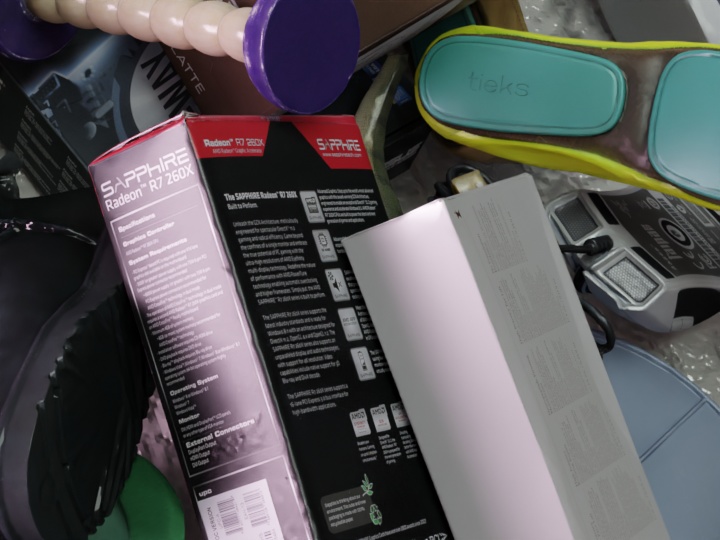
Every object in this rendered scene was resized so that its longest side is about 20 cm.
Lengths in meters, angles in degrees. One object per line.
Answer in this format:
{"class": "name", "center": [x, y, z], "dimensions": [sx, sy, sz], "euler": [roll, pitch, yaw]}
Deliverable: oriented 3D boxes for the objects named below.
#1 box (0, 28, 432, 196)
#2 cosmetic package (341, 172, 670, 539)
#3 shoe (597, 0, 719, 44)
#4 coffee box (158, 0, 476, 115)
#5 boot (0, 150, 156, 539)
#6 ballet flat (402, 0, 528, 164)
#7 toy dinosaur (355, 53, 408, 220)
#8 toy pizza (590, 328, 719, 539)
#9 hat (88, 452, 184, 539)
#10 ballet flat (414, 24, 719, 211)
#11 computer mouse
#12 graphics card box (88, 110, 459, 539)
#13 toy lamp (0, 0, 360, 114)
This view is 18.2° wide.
{"class": "box", "center": [-0.089, -0.096, 0.987], "dimensions": [0.160, 0.044, 0.200], "euler": [-30, 72, -33]}
{"class": "cosmetic package", "center": [0.063, 0.069, 0.834], "dimensions": [0.083, 0.051, 0.200], "euler": [-17, 86, -63]}
{"class": "shoe", "center": [0.155, -0.167, 1.103], "dimensions": [0.091, 0.071, 0.200], "euler": [-20, 62, -23]}
{"class": "coffee box", "center": [0.002, -0.151, 0.940], "dimensions": [0.200, 0.080, 0.114], "euler": [-34, 93, -35]}
{"class": "boot", "center": [-0.158, 0.026, 0.813], "dimensions": [0.162, 0.073, 0.198], "euler": [0, 35, 12]}
{"class": "ballet flat", "center": [0.044, -0.133, 1.059], "dimensions": [0.063, 0.069, 0.200], "euler": [17, 52, -44]}
{"class": "toy dinosaur", "center": [0.000, 0.000, 0.917], "dimensions": [0.088, 0.047, 0.200], "euler": [0, 64, -29]}
{"class": "toy pizza", "center": [0.082, 0.110, 0.924], "dimensions": [0.200, 0.032, 0.200], "euler": [9, 56, -13]}
{"class": "hat", "center": [-0.109, 0.175, 0.822], "dimensions": [0.200, 0.176, 0.166], "euler": [6, 43, 33]}
{"class": "ballet flat", "center": [0.120, -0.062, 0.937], "dimensions": [0.200, 0.067, 0.067], "euler": [13, 86, 19]}
{"class": "computer mouse", "center": [0.109, 0.002, 0.966], "dimensions": [0.110, 0.044, 0.200], "euler": [50, 27, 25]}
{"class": "graphics card box", "center": [-0.018, 0.044, 0.814], "dimensions": [0.125, 0.051, 0.200], "euler": [-7, 76, -62]}
{"class": "toy lamp", "center": [-0.091, -0.101, 0.866], "dimensions": [0.200, 0.058, 0.058], "euler": [13, 41, 41]}
